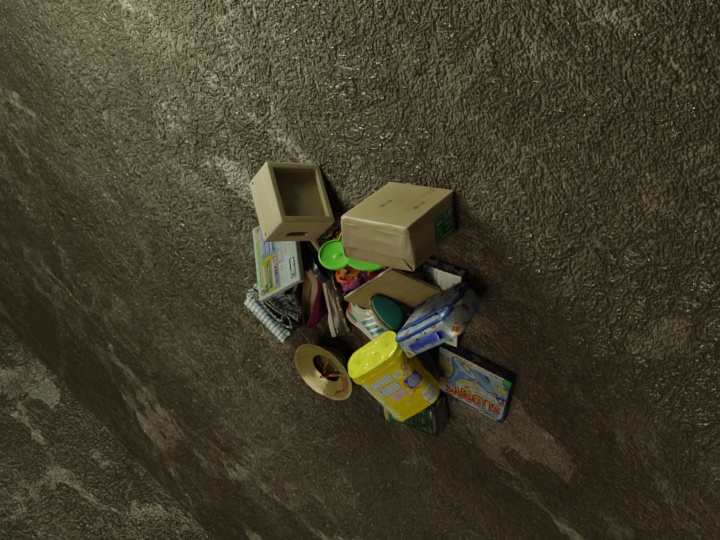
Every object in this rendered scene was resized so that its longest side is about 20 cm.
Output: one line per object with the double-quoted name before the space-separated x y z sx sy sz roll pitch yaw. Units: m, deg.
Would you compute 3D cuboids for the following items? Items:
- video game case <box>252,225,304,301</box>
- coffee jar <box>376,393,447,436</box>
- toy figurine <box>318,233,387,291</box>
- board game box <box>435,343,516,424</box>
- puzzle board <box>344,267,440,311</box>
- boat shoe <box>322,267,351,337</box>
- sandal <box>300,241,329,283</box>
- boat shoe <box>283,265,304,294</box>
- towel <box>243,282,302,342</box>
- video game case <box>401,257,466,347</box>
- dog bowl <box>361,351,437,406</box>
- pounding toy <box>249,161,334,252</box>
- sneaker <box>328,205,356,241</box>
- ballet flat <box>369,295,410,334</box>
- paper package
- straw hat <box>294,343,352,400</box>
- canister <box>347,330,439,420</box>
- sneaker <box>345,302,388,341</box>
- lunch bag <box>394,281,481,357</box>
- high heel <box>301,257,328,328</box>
"video game case" -0.217 -0.043 1.780 0.180 0.022 0.206 -25 67 43
"coffee jar" 0.133 0.363 1.814 0.196 0.085 0.107 10 118 36
"toy figurine" 0.000 0.000 1.641 0.186 0.195 0.152 86 162 -53
"board game box" 0.277 0.271 1.664 0.196 0.034 0.139 25 130 28
"puzzle board" 0.073 0.053 1.607 0.148 0.018 0.199 22 147 -27
"boat shoe" -0.066 0.075 1.824 0.058 0.072 0.207 -9 101 0
"sandal" -0.132 -0.054 1.782 0.043 0.076 0.202 -40 66 10
"boat shoe" -0.202 0.016 1.864 0.201 0.064 0.074 133 131 -65
"towel" -0.235 0.108 1.909 0.165 0.086 0.200 44 -178 3
"video game case" 0.166 0.065 1.629 0.178 0.036 0.205 20 128 30
"dog bowl" 0.096 0.253 1.720 0.193 0.059 0.206 1 118 2
"pounding toy" -0.157 -0.144 1.674 0.142 0.196 0.189 -36 65 47
"sneaker" -0.047 -0.082 1.700 0.089 0.069 0.204 34 133 28
"ballet flat" 0.091 0.129 1.625 0.198 0.072 0.065 35 152 -14
"paper package" 0.086 -0.098 1.473 0.187 0.199 0.106 13 125 35
"straw hat" -0.087 0.268 1.950 0.197 0.085 0.206 21 132 24
"canister" 0.083 0.258 1.627 0.147 0.088 0.200 -32 123 17
"sneaker" 0.045 0.126 1.750 0.198 0.070 0.095 36 141 22
"lunch bag" 0.172 0.111 1.511 0.076 0.160 0.199 50 136 -5
"high heel" -0.142 0.052 1.849 0.066 0.096 0.205 -1 116 41
